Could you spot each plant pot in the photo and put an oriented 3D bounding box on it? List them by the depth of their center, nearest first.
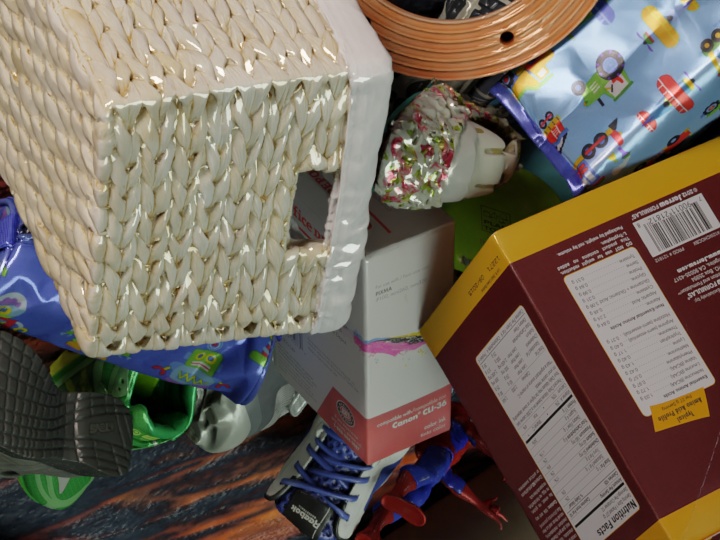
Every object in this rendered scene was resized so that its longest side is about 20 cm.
[{"bbox_3d":[0.101,0.244,1.768,0.174,0.200,0.200,-47,144,-8],"label":"plant pot"}]

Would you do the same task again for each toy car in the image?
[{"bbox_3d":[0.116,-0.018,1.515,0.150,0.174,0.201,-56,152,-29],"label":"toy car"}]

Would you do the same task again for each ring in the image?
[{"bbox_3d":[0.050,-0.204,1.268,0.199,0.019,0.202,1,111,3],"label":"ring"}]

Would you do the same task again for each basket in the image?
[{"bbox_3d":[-0.098,-0.085,1.229,0.160,0.200,0.199,-12,138,-22],"label":"basket"}]

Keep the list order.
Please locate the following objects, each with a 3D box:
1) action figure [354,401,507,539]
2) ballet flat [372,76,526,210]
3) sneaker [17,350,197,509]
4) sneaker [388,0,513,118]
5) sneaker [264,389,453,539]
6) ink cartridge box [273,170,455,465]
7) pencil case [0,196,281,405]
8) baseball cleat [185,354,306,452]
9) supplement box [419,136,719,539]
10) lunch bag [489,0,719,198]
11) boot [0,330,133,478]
[{"bbox_3d":[0.070,0.159,1.640,0.065,0.099,0.200,-55,180,27],"label":"action figure"},{"bbox_3d":[0.056,-0.069,1.286,0.200,0.064,0.076,-35,141,-74],"label":"ballet flat"},{"bbox_3d":[-0.158,0.086,1.468,0.074,0.084,0.200,12,125,-44],"label":"sneaker"},{"bbox_3d":[0.081,-0.136,1.417,0.199,0.078,0.086,-34,152,15],"label":"sneaker"},{"bbox_3d":[-0.004,0.123,1.564,0.115,0.080,0.200,-57,173,-37],"label":"sneaker"},{"bbox_3d":[0.000,0.000,1.370,0.067,0.116,0.201,-21,132,-25],"label":"ink cartridge box"},{"bbox_3d":[-0.140,0.017,1.357,0.199,0.079,0.087,19,149,-21],"label":"pencil case"},{"bbox_3d":[-0.059,0.033,1.511,0.106,0.070,0.201,-19,147,-42],"label":"baseball cleat"},{"bbox_3d":[0.179,0.058,1.299,0.196,0.201,0.133,-22,164,-26],"label":"supplement box"},{"bbox_3d":[0.191,-0.100,1.359,0.150,0.094,0.200,-42,153,12],"label":"lunch bag"},{"bbox_3d":[-0.238,0.093,1.379,0.130,0.068,0.200,-8,156,25],"label":"boot"}]
